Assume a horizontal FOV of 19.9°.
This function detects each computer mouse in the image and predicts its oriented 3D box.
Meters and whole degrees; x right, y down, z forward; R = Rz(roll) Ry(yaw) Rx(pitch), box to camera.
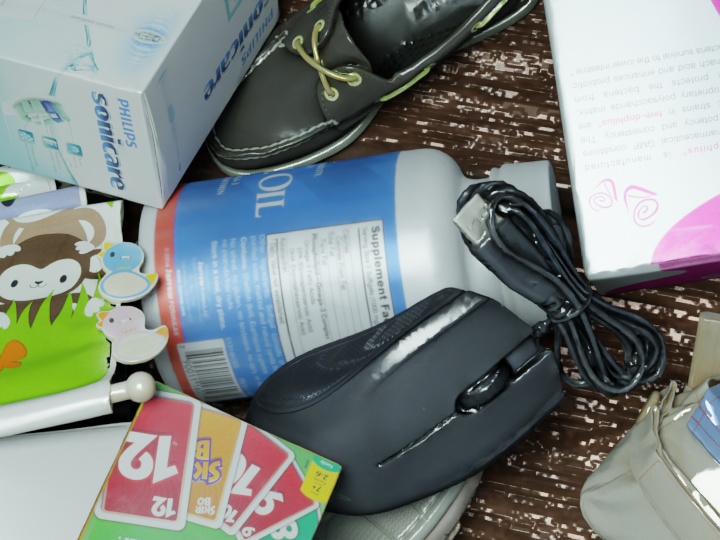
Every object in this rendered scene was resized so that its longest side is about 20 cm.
[{"bbox_3d":[0.029,0.057,0.945,0.200,0.053,0.138,-33,119,23],"label":"computer mouse"}]

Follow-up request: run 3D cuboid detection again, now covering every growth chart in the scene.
[{"bbox_3d":[-0.168,0.011,0.967,0.145,0.018,0.200,-19,42,-2],"label":"growth chart"}]

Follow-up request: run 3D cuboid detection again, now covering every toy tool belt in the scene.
[{"bbox_3d":[0.212,0.119,0.955,0.200,0.125,0.123,36,100,11],"label":"toy tool belt"}]

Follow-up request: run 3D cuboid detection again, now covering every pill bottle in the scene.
[{"bbox_3d":[0.000,0.000,1.008,0.200,0.112,0.112,-8,84,8],"label":"pill bottle"}]

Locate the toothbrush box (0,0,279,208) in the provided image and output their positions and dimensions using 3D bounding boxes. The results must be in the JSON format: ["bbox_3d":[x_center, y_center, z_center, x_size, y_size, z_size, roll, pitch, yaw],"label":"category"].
[{"bbox_3d":[-0.160,-0.131,1.022,0.200,0.085,0.146,17,54,16],"label":"toothbrush box"}]

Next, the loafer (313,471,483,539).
[{"bbox_3d":[-0.009,0.156,1.029,0.200,0.063,0.072,-46,46,1],"label":"loafer"}]

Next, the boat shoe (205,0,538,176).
[{"bbox_3d":[0.001,-0.117,1.043,0.201,0.061,0.072,-34,80,6],"label":"boat shoe"}]

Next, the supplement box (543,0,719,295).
[{"bbox_3d":[0.146,-0.095,0.995,0.101,0.103,0.200,-8,82,8],"label":"supplement box"}]

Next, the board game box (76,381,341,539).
[{"bbox_3d":[-0.088,0.155,0.890,0.095,0.030,0.200,25,68,-4],"label":"board game box"}]

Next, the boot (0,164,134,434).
[{"bbox_3d":[-0.211,0.007,1.070,0.203,0.073,0.154,0,79,13],"label":"boot"}]

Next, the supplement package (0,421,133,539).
[{"bbox_3d":[-0.136,0.184,0.947,0.120,0.121,0.200,-5,71,-13],"label":"supplement package"}]
